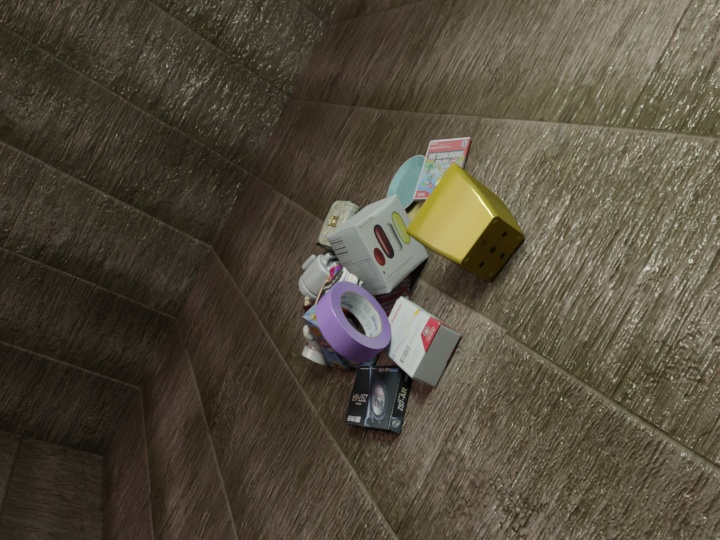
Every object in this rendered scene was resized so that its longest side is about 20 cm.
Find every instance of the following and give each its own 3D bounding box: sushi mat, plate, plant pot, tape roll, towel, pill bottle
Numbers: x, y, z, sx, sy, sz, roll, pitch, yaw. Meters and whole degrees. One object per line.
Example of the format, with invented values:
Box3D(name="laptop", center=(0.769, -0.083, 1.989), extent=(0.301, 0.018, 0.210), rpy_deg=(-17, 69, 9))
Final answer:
Box3D(name="sushi mat", center=(0.174, -0.193, 1.696), extent=(0.096, 0.012, 0.203), rpy_deg=(-48, 32, 29))
Box3D(name="plate", center=(0.153, -0.271, 1.755), extent=(0.199, 0.025, 0.204), rpy_deg=(-39, 37, 37))
Box3D(name="plant pot", center=(0.264, -0.095, 1.309), extent=(0.202, 0.198, 0.177), rpy_deg=(-54, 41, 14))
Box3D(name="tape roll", center=(-0.016, 0.128, 1.388), extent=(0.066, 0.198, 0.203), rpy_deg=(-43, 35, 29))
Box3D(name="towel", center=(0.080, 0.108, 1.590), extent=(0.145, 0.030, 0.204), rpy_deg=(-28, 45, 47))
Box3D(name="pill bottle", center=(-0.107, 0.190, 1.744), extent=(0.109, 0.108, 0.204), rpy_deg=(10, 75, 59))

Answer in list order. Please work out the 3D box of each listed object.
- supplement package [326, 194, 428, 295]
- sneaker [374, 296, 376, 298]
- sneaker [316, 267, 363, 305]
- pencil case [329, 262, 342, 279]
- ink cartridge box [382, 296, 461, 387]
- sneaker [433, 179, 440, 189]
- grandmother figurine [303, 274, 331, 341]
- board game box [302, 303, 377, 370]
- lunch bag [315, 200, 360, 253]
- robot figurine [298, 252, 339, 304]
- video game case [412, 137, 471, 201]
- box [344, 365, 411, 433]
Box3D(name="supplement package", center=(0.049, -0.067, 1.537), extent=(0.191, 0.203, 0.146), rpy_deg=(-39, 16, -35))
Box3D(name="sneaker", center=(-0.004, 0.051, 1.690), extent=(0.201, 0.083, 0.076), rpy_deg=(-114, 44, -65))
Box3D(name="sneaker", center=(-0.061, 0.064, 1.526), extent=(0.200, 0.079, 0.075), rpy_deg=(-38, 29, 57))
Box3D(name="pencil case", center=(0.000, 0.000, 1.634), extent=(0.087, 0.198, 0.091), rpy_deg=(23, 125, 39))
Box3D(name="ink cartridge box", center=(0.141, 0.173, 1.384), extent=(0.148, 0.082, 0.199), rpy_deg=(-63, 29, 4))
Box3D(name="sneaker", center=(0.220, -0.175, 1.509), extent=(0.203, 0.113, 0.073), rpy_deg=(-56, 32, 14))
Box3D(name="grandmother figurine", center=(-0.119, 0.117, 1.672), extent=(0.061, 0.119, 0.204), rpy_deg=(53, -118, -81))
Box3D(name="board game box", center=(-0.072, 0.193, 1.594), extent=(0.062, 0.202, 0.198), rpy_deg=(-43, 20, -28))
Box3D(name="lunch bag", center=(-0.073, -0.148, 1.909), extent=(0.167, 0.115, 0.200), rpy_deg=(-66, 10, -6))
Box3D(name="robot figurine", center=(-0.141, 0.027, 1.925), extent=(0.201, 0.112, 0.171), rpy_deg=(-48, 66, 25))
Box3D(name="video game case", center=(0.241, -0.298, 1.628), extent=(0.141, 0.017, 0.205), rpy_deg=(5, 70, 40))
Box3D(name="box", center=(0.046, 0.335, 1.449), extent=(0.198, 0.043, 0.164), rpy_deg=(-13, 56, 54))
